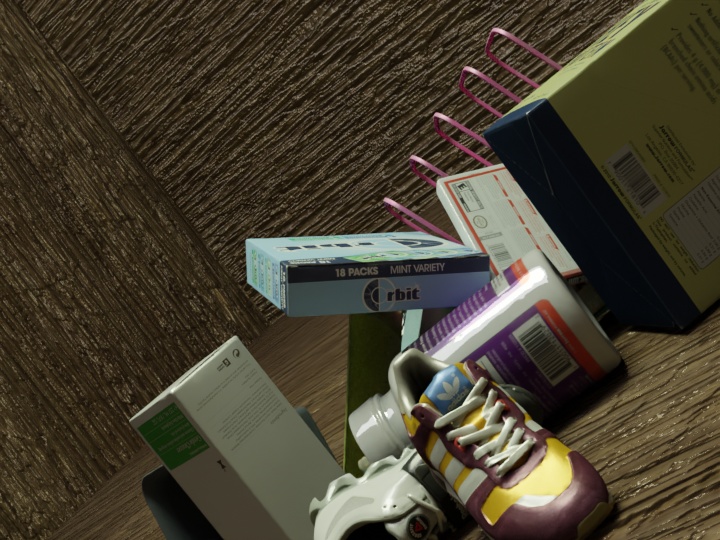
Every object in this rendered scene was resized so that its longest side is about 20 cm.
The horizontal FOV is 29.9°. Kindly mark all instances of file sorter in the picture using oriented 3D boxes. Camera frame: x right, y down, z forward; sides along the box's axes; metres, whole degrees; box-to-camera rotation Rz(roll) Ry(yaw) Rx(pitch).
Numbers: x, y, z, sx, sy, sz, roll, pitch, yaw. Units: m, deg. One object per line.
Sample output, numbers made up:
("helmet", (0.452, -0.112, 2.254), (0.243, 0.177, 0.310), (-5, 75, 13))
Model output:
("file sorter", (0.123, -0.111, 1.286), (0.201, 0.125, 0.139), (-58, -3, -1))

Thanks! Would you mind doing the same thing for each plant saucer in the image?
("plant saucer", (0.013, 0.114, 1.249), (0.047, 0.203, 0.200), (2, 7, 1))
("plant saucer", (0.067, 0.072, 1.369), (0.201, 0.038, 0.204), (-170, 90, -87))

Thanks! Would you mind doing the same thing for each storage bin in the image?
("storage bin", (-0.127, 0.219, 1.444), (0.134, 0.147, 0.200), (-29, -3, -40))

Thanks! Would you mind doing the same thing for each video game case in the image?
("video game case", (0.181, -0.049, 1.156), (0.198, 0.144, 0.018), (-14, -42, -13))

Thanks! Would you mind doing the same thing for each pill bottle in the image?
("pill bottle", (0.092, 0.086, 1.043), (0.199, 0.112, 0.111), (-38, 4, 9))

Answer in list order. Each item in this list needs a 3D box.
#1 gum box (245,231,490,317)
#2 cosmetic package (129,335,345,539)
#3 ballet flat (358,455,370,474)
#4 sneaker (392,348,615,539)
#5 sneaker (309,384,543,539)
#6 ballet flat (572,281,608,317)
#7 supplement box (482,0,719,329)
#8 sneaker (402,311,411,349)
("gum box", (0.000, 0.000, 1.150), (0.168, 0.045, 0.200), (-3, 7, -14))
("cosmetic package", (-0.086, 0.167, 1.118), (0.085, 0.201, 0.107), (-39, 2, -35))
("ballet flat", (0.063, 0.129, 1.171), (0.067, 0.063, 0.200), (-35, 6, 39))
("sneaker", (0.077, 0.108, 0.839), (0.075, 0.091, 0.200), (-39, 23, -15))
("sneaker", (0.052, 0.163, 0.965), (0.199, 0.074, 0.089), (-37, 23, 13))
("ballet flat", (0.178, 0.025, 1.167), (0.199, 0.063, 0.067), (-39, 4, -6))
("supplement box", (0.241, -0.095, 1.042), (0.199, 0.201, 0.134), (-38, 5, -8))
("sneaker", (0.083, 0.062, 1.508), (0.200, 0.088, 0.076), (-41, 5, -24))
